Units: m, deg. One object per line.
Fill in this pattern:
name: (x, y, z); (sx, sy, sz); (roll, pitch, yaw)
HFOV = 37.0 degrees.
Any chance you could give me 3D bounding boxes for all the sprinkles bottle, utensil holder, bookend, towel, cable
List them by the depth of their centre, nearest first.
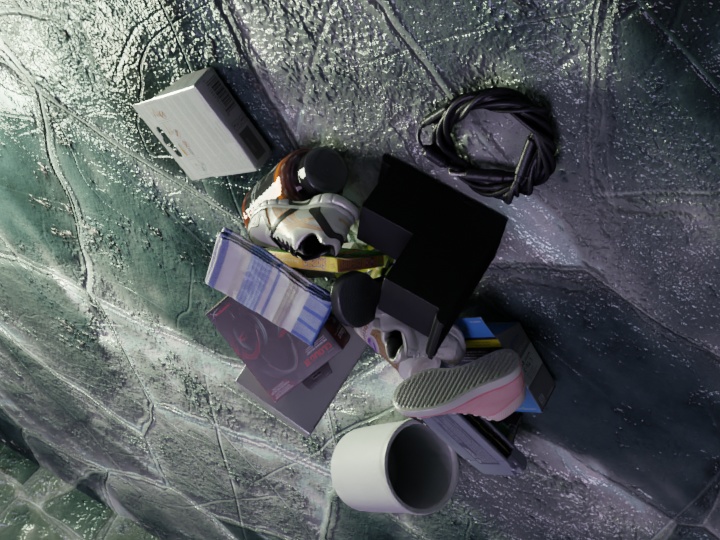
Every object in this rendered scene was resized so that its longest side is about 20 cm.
cable: (0.164, -0.153, 1.334); (0.163, 0.051, 0.199); (46, 147, -14)
bookend: (0.066, -0.022, 1.458); (0.196, 0.201, 0.093); (28, 148, 11)
towel: (-0.137, 0.028, 1.588); (0.198, 0.024, 0.147); (32, 143, 1)
sprinkles bottle: (0.042, 0.100, 1.701); (0.200, 0.068, 0.069); (42, 158, 39)
utensil holder: (0.059, 0.366, 2.006); (0.170, 0.171, 0.199); (46, 150, -17)

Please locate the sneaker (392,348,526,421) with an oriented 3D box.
sneaker: (0.153, 0.190, 1.585); (0.197, 0.076, 0.105); (-19, 135, 9)

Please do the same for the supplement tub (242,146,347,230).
supplement tub: (-0.093, -0.111, 1.586); (0.107, 0.108, 0.199); (42, 149, -11)

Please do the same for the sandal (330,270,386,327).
sandal: (0.001, 0.039, 1.520); (0.042, 0.078, 0.199); (12, -178, 24)

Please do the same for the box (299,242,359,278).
box: (-0.075, -0.014, 1.758); (0.198, 0.042, 0.039); (-5, 130, 46)

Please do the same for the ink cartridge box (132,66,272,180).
ink cartridge box: (-0.245, -0.221, 1.658); (0.199, 0.057, 0.163); (3, 136, 54)

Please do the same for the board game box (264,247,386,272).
board game box: (-0.055, -0.019, 1.567); (0.198, 0.095, 0.031); (2, 98, 46)

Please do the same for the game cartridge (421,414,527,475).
game cartridge: (0.175, 0.268, 1.798); (0.200, 0.041, 0.133); (44, 152, -15)

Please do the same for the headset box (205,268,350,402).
headset box: (-0.122, 0.094, 1.693); (0.148, 0.075, 0.201); (-37, 95, 17)

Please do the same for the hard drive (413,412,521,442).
hard drive: (0.175, 0.249, 1.858); (0.198, 0.038, 0.141); (27, 147, 17)

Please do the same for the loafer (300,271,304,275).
loafer: (-0.122, 0.023, 1.742); (0.199, 0.073, 0.072); (36, 149, 6)

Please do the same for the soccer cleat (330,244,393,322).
soccer cleat: (-0.001, 0.001, 1.636); (0.083, 0.065, 0.202); (38, 127, 11)

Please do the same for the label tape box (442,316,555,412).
label tape box: (0.193, 0.126, 1.655); (0.143, 0.064, 0.201); (-4, 128, 47)

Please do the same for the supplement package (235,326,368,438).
supplement package: (-0.095, 0.153, 1.819); (0.155, 0.202, 0.111); (34, 168, 2)

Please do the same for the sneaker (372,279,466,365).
sneaker: (0.077, 0.097, 1.556); (0.077, 0.100, 0.200); (14, 159, 49)

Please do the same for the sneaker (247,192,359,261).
sneaker: (-0.092, -0.054, 1.492); (0.198, 0.081, 0.074); (-8, 143, 44)
